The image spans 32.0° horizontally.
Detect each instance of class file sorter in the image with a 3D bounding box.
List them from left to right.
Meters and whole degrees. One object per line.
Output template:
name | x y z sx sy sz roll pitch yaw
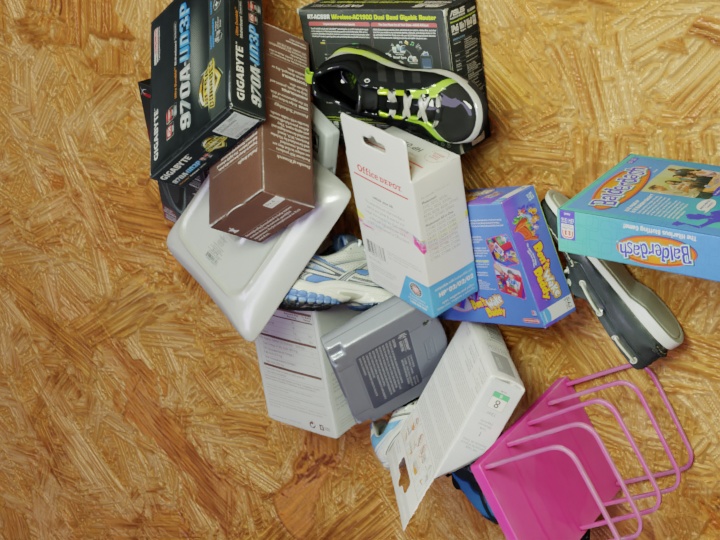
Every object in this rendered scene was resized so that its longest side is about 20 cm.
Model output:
file sorter | 0.235 0.199 1.276 0.125 0.199 0.140 -24 97 42

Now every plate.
plate | -0.124 -0.058 1.380 0.200 0.032 0.201 44 105 37

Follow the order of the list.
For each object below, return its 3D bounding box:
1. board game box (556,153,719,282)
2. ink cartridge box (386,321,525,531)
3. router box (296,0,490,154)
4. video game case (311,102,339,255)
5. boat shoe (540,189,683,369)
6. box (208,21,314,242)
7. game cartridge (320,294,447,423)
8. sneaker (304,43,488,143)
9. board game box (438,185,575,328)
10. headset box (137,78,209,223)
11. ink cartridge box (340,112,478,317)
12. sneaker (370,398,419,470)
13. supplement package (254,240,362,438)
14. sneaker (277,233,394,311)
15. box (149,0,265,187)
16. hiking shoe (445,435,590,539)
board game box | 0.297 -0.048 1.118 0.198 0.152 0.046 13 122 36
ink cartridge box | 0.100 0.166 1.361 0.050 0.161 0.202 22 108 -13
router box | 0.035 -0.209 1.322 0.198 0.062 0.152 10 119 38
video game case | -0.090 -0.139 1.445 0.200 0.022 0.184 48 145 35
boat shoe | 0.236 0.011 1.253 0.060 0.075 0.201 -41 82 28
box | -0.104 -0.144 1.310 0.100 0.074 0.203 -28 55 44
game cartridge | 0.033 0.096 1.407 0.201 0.132 0.041 73 172 -59
sneaker | 0.030 -0.165 1.245 0.198 0.083 0.073 22 127 30
board game box | 0.128 -0.015 1.315 0.199 0.044 0.136 3 116 61
headset box | -0.191 -0.131 1.527 0.148 0.076 0.203 26 129 52
ink cartridge box | 0.050 -0.069 1.279 0.115 0.067 0.202 30 140 47
sneaker | 0.078 0.174 1.492 0.200 0.071 0.073 -38 76 42
supplement package | -0.050 0.078 1.515 0.116 0.116 0.203 11 119 39
sneaker | 0.000 0.000 1.396 0.077 0.197 0.087 -15 74 60
box | -0.162 -0.211 1.313 0.158 0.046 0.203 -31 54 43
hiking shoe | 0.184 0.267 1.456 0.200 0.074 0.087 42 142 29
